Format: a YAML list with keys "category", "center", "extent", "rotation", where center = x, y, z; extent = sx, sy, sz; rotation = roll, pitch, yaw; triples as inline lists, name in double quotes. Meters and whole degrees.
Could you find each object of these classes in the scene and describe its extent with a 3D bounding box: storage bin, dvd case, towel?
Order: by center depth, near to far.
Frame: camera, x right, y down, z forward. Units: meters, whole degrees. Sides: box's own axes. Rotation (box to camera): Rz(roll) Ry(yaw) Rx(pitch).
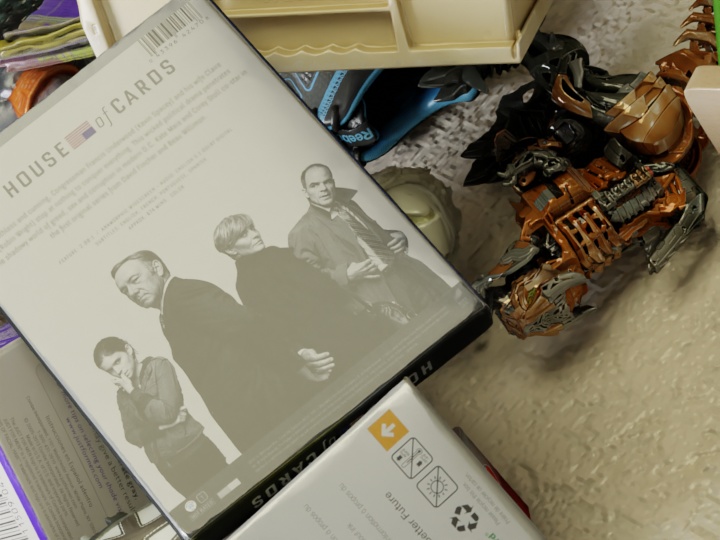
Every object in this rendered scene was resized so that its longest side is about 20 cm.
- category: "dvd case"
  center: [-0.066, -0.005, 1.129]
  extent: [0.150, 0.025, 0.200]
  rotation: [-38, 63, -8]
- category: "storage bin"
  center: [-0.012, -0.161, 1.268]
  extent: [0.197, 0.094, 0.200]
  rotation: [-2, 21, 14]
- category: "towel"
  center: [-0.105, -0.139, 1.441]
  extent: [0.143, 0.023, 0.200]
  rotation: [-10, 14, 10]

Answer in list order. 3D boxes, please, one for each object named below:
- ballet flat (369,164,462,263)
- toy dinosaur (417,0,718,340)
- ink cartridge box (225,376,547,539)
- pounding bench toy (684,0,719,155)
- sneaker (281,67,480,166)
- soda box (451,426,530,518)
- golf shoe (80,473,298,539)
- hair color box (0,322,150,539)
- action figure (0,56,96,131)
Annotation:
- category: "ballet flat"
  center: [0.000, 0.000, 1.225]
  extent: [0.071, 0.072, 0.200]
  rotation: [1, 18, 36]
- category: "toy dinosaur"
  center: [0.109, -0.057, 1.269]
  extent: [0.135, 0.103, 0.200]
  rotation: [26, 47, 32]
- category: "ink cartridge box"
  center: [0.007, 0.180, 1.052]
  extent: [0.200, 0.198, 0.047]
  rotation: [-41, -4, -3]
- category: "pounding bench toy"
  center: [0.200, -0.083, 1.176]
  extent: [0.199, 0.124, 0.156]
  rotation: [6, 58, 40]
- category: "sneaker"
  center: [-0.030, -0.083, 1.383]
  extent: [0.199, 0.073, 0.082]
  rotation: [-29, 40, 11]
- category: "soda box"
  center: [-0.027, 0.139, 1.181]
  extent: [0.199, 0.070, 0.064]
  rotation: [-22, 45, 20]
- category: "golf shoe"
  center: [-0.059, 0.125, 1.110]
  extent: [0.094, 0.078, 0.200]
  rotation: [21, 73, 42]
- category: "hair color box"
  center: [-0.094, 0.054, 1.211]
  extent: [0.065, 0.110, 0.200]
  rotation: [-17, 12, 47]
- category: "action figure"
  center: [-0.204, -0.059, 1.472]
  extent: [0.193, 0.105, 0.201]
  rotation: [-3, 50, 46]
